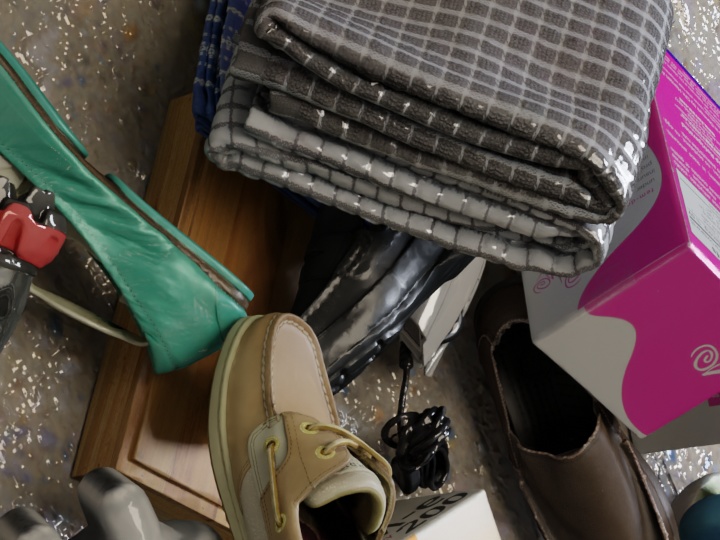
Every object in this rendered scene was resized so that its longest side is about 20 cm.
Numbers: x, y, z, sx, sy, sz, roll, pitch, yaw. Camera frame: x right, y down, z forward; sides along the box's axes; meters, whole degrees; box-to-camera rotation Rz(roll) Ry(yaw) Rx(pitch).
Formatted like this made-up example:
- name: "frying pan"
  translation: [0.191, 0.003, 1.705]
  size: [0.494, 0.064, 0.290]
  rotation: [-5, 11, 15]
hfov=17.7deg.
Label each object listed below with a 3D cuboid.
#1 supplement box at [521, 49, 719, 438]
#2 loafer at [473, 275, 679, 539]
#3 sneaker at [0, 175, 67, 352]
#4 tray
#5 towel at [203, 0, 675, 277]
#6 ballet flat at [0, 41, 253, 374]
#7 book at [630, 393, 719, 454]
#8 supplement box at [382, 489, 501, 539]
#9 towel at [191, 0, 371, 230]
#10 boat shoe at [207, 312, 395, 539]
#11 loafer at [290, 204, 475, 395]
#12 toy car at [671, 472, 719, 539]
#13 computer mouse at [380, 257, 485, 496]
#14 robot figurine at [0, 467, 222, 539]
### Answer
- name: "supplement box"
  translation: [0.149, -0.027, 1.252]
  size: [0.103, 0.101, 0.201]
  rotation: [42, 28, -31]
- name: "loafer"
  translation: [0.110, 0.103, 1.248]
  size: [0.201, 0.073, 0.071]
  rotation: [63, 13, -3]
- name: "sneaker"
  translation: [-0.220, -0.009, 0.940]
  size: [0.200, 0.071, 0.098]
  rotation: [17, 87, -30]
- name: "tray"
  translation: [-0.068, 0.023, 1.118]
  size: [0.098, 0.037, 0.201]
  rotation: [32, 58, -37]
- name: "towel"
  translation: [0.041, -0.100, 1.082]
  size: [0.199, 0.086, 0.166]
  rotation: [20, 44, -1]
- name: "ballet flat"
  translation: [-0.137, -0.030, 1.030]
  size: [0.200, 0.067, 0.070]
  rotation: [45, 82, -6]
- name: "book"
  translation: [0.229, 0.026, 1.306]
  size: [0.048, 0.199, 0.134]
  rotation: [-14, 90, -46]
- name: "supplement box"
  translation: [0.032, 0.226, 1.148]
  size: [0.126, 0.073, 0.201]
  rotation: [-27, 100, -45]
- name: "towel"
  translation: [-0.019, -0.114, 1.178]
  size: [0.145, 0.024, 0.201]
  rotation: [37, 44, -34]
- name: "boat shoe"
  translation: [-0.018, 0.102, 0.984]
  size: [0.074, 0.066, 0.201]
  rotation: [27, 46, -46]
- name: "loafer"
  translation: [0.000, 0.000, 1.108]
  size: [0.070, 0.068, 0.201]
  rotation: [44, 69, 4]
- name: "toy car"
  translation: [0.238, 0.198, 1.296]
  size: [0.150, 0.175, 0.201]
  rotation: [-13, 91, -45]
- name: "computer mouse"
  translation: [0.042, 0.015, 1.200]
  size: [0.110, 0.044, 0.201]
  rotation: [76, 19, -68]
- name: "robot figurine"
  translation: [-0.089, 0.187, 1.001]
  size: [0.169, 0.113, 0.201]
  rotation: [-24, 100, -11]
